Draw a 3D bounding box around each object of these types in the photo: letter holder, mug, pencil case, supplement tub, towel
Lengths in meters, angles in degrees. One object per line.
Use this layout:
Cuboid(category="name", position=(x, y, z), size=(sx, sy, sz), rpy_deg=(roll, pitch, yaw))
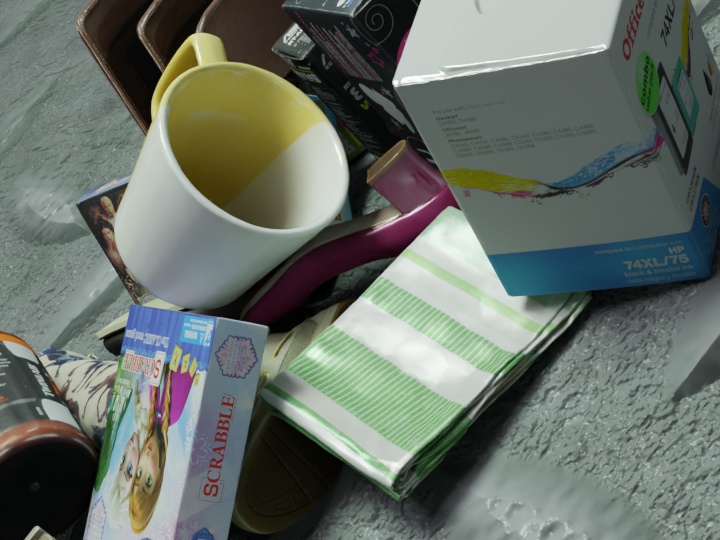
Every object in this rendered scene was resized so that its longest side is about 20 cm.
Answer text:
Cuboid(category="letter holder", position=(-0.124, -0.206, 1.548), size=(0.100, 0.142, 0.200), rpy_deg=(-25, 16, 32))
Cuboid(category="mug", position=(-0.103, -0.061, 1.403), size=(0.153, 0.149, 0.187), rpy_deg=(-49, 16, 46))
Cuboid(category="pencil case", position=(-0.203, 0.106, 1.530), size=(0.200, 0.078, 0.090), rpy_deg=(4, 53, 54))
Cuboid(category="supplement tub", position=(-0.282, 0.116, 1.474), size=(0.107, 0.107, 0.200), rpy_deg=(-44, 42, 2))
Cuboid(category="towel", position=(0.043, 0.049, 1.275), size=(0.200, 0.023, 0.152), rpy_deg=(-45, 46, -17))

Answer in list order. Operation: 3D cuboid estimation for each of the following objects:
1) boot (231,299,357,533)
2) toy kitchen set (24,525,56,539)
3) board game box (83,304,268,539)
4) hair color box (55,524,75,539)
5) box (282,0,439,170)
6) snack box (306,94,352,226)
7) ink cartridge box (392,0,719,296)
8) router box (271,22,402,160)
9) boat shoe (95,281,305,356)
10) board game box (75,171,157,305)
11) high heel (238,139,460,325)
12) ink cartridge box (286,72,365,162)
Cuboid(category="boot", position=(-0.080, 0.114, 1.371), size=(0.154, 0.072, 0.200), rpy_deg=(-16, 36, 41))
Cuboid(category="toy kitchen set", position=(-0.188, 0.272, 1.177), size=(0.163, 0.200, 0.180), rpy_deg=(-53, 30, -12))
Cuboid(category="board game box", position=(-0.135, 0.128, 1.335), size=(0.200, 0.041, 0.200), rpy_deg=(2, 81, 66))
Cuboid(category="hair color box", position=(-0.325, 0.245, 1.530), size=(0.200, 0.061, 0.100), rpy_deg=(-26, 35, 30))
Cuboid(category="box", position=(0.064, -0.173, 1.414), size=(0.132, 0.200, 0.115), rpy_deg=(-52, 31, -12))
Cuboid(category="snack box", position=(-0.096, -0.063, 1.586), size=(0.200, 0.037, 0.117), rpy_deg=(-18, 78, 40))
Cuboid(category="ink cartridge box", position=(0.137, -0.107, 1.210), size=(0.146, 0.200, 0.147), rpy_deg=(-6, 46, 29))
Cuboid(category="router box", position=(0.049, -0.195, 1.513), size=(0.200, 0.150, 0.062), rpy_deg=(-50, 30, -7))
Cuboid(category="boat shoe", position=(-0.132, 0.043, 1.522), size=(0.201, 0.063, 0.074), rpy_deg=(-17, 11, 35))
Cuboid(category="board game box", position=(-0.127, -0.030, 1.545), size=(0.200, 0.136, 0.035), rpy_deg=(-18, 18, 40))
Cuboid(category="high heel", position=(0.000, 0.000, 1.408), size=(0.200, 0.096, 0.067), rpy_deg=(-42, 14, 24))
Cuboid(category="ink cartridge box", position=(-0.048, -0.144, 1.650), size=(0.200, 0.076, 0.148), rpy_deg=(-39, 30, 9))
